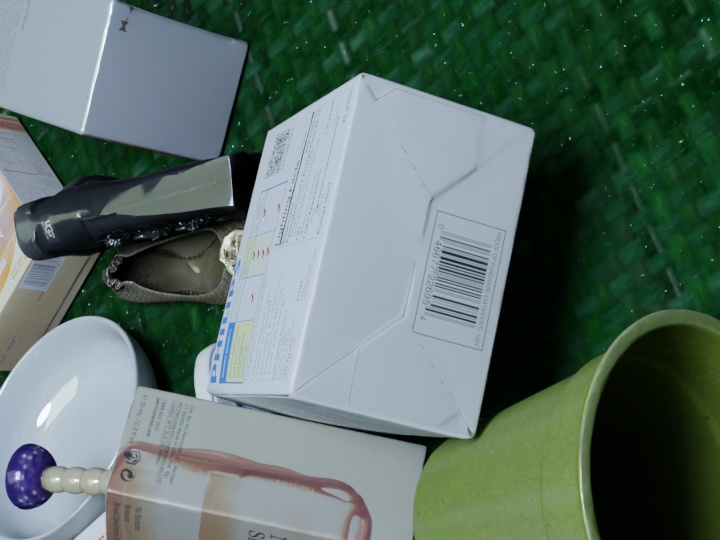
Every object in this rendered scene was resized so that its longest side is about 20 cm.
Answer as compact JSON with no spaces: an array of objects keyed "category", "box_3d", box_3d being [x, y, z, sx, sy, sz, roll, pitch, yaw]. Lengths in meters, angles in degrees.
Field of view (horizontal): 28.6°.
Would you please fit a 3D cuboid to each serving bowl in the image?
[{"category":"serving bowl","box_3d":[-0.239,0.143,1.202,0.198,0.066,0.202,-23,52,32]}]

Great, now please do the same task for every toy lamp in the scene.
[{"category":"toy lamp","box_3d":[-0.173,0.159,1.063,0.198,0.058,0.059,1,85,28]}]

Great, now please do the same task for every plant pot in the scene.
[{"category":"plant pot","box_3d":[0.134,0.141,0.834,0.189,0.198,0.203,-20,71,51]}]

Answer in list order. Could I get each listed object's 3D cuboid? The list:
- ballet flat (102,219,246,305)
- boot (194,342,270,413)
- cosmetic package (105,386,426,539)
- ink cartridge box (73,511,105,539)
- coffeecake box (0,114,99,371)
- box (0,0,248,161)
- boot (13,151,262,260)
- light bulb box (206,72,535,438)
[{"category":"ballet flat","box_3d":[-0.146,-0.005,1.167,0.198,0.046,0.068,-5,82,41]},{"category":"boot","box_3d":[-0.053,0.134,1.062,0.090,0.072,0.202,-31,74,28]},{"category":"cosmetic package","box_3d":[-0.063,0.157,0.940,0.104,0.197,0.088,100,-179,-49]},{"category":"ink cartridge box","box_3d":[-0.160,0.291,1.118,0.145,0.084,0.202,-41,61,28]},{"category":"coffeecake box","box_3d":[-0.343,-0.030,1.325,0.200,0.073,0.154,50,117,34]},{"category":"box","box_3d":[-0.221,-0.171,1.184,0.199,0.151,0.108,20,97,41]},{"category":"boot","box_3d":[-0.158,-0.062,1.155,0.198,0.165,0.066,-15,101,20]},{"category":"light bulb box","box_3d":[0.000,0.000,0.919,0.200,0.123,0.201,168,117,-70]}]
